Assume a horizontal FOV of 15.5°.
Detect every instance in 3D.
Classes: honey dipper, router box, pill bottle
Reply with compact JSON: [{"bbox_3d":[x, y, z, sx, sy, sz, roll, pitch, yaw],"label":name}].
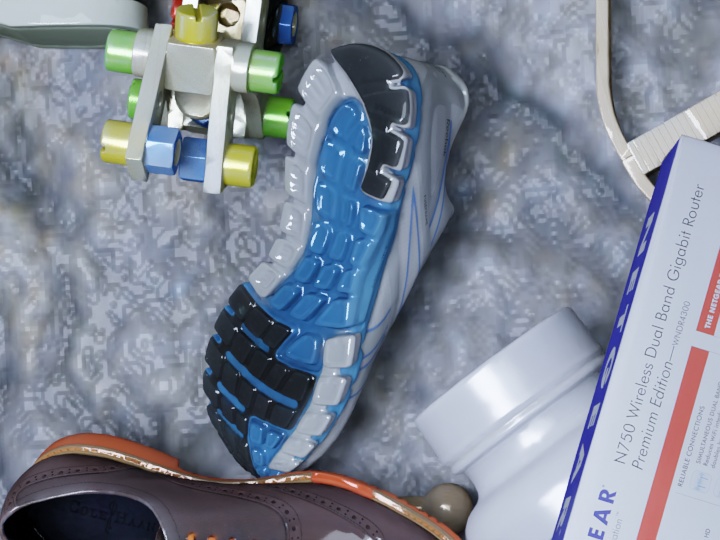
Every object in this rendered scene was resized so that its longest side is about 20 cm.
[{"bbox_3d":[-0.050,0.108,1.153,0.199,0.038,0.038,-1,88,4],"label":"honey dipper"},{"bbox_3d":[0.177,0.070,1.019,0.179,0.049,0.201,18,81,1],"label":"router box"},{"bbox_3d":[0.114,0.118,1.091,0.112,0.112,0.200,-36,83,5],"label":"pill bottle"}]

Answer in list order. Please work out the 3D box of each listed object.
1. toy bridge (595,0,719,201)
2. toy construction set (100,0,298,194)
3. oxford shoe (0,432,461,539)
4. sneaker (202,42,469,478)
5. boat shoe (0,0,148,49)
[{"bbox_3d":[0.143,-0.060,1.135,0.067,0.027,0.201,-29,85,6],"label":"toy bridge"},{"bbox_3d":[-0.052,-0.133,1.110,0.092,0.131,0.201,22,95,6],"label":"toy construction set"},{"bbox_3d":[-0.053,0.120,1.086,0.199,0.073,0.072,9,104,12],"label":"oxford shoe"},{"bbox_3d":[0.000,0.000,1.130,0.075,0.086,0.201,33,112,29],"label":"sneaker"},{"bbox_3d":[-0.192,-0.133,1.164,0.200,0.072,0.061,2,84,1],"label":"boat shoe"}]
